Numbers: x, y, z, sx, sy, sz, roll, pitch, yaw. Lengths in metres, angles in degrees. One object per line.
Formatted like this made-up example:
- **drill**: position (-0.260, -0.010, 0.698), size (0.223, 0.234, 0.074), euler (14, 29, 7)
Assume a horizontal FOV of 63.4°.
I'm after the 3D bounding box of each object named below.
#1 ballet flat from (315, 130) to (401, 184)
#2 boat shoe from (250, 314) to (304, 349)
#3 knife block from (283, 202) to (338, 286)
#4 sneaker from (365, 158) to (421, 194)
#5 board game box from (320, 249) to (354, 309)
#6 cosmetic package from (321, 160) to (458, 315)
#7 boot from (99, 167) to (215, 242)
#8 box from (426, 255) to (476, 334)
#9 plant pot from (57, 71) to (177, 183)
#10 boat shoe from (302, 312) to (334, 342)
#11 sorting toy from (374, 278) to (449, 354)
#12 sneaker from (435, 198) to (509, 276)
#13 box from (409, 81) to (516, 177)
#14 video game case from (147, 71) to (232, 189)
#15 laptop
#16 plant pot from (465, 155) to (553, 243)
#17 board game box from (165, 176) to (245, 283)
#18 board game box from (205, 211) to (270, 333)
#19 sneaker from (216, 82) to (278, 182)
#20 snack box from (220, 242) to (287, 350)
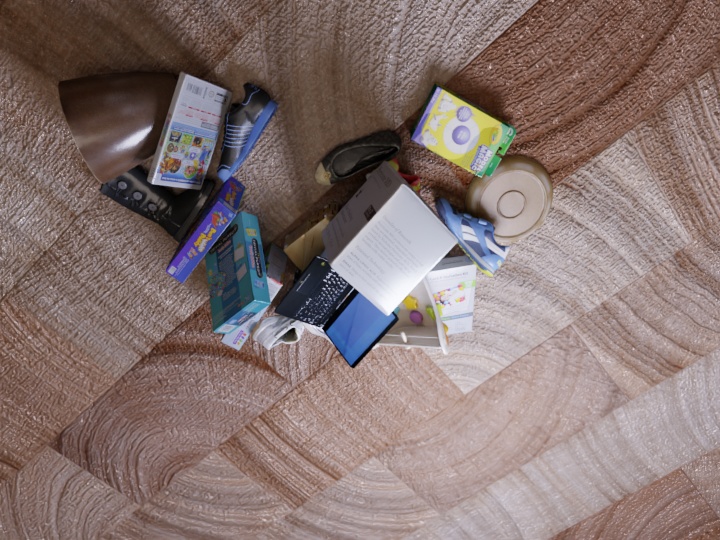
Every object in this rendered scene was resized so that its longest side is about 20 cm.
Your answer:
- **ballet flat**: position (-0.008, -0.231, 1.191), size (0.195, 0.057, 0.068), euler (-24, 117, 12)
- **boat shoe**: position (-0.162, 0.134, 1.321), size (0.069, 0.198, 0.072), euler (45, 123, 16)
- **knife block**: position (-0.083, -0.025, 1.303), size (0.197, 0.065, 0.176), euler (-34, 116, 16)
- **sneaker**: position (0.102, -0.151, 1.222), size (0.090, 0.079, 0.199), euler (-39, 121, 16)
- **board game box**: position (0.000, 0.000, 1.284), size (0.196, 0.044, 0.202), euler (28, 106, -37)
- **cosmetic package**: position (0.050, -0.065, 1.124), size (0.164, 0.166, 0.200), euler (39, 102, -23)
- **boot**: position (-0.422, -0.175, 1.213), size (0.198, 0.066, 0.166), euler (36, 111, -15)
- **box**: position (0.188, 0.065, 1.351), size (0.150, 0.042, 0.205), euler (-8, 127, -5)
- **plant pot**: position (-0.425, -0.290, 1.093), size (0.194, 0.188, 0.192), euler (-21, 120, -9)
- **boat shoe**: position (-0.054, 0.118, 1.359), size (0.091, 0.077, 0.199), euler (-24, 139, 26)
- **sorting toy**: position (0.101, 0.074, 1.266), size (0.195, 0.107, 0.185), euler (-1, 117, 36)
- **sneaker**: position (0.239, -0.085, 1.255), size (0.082, 0.074, 0.201), euler (-41, 88, 5)
- **box**: position (0.209, -0.275, 1.173), size (0.195, 0.049, 0.119), euler (24, 117, -12)
- **video game case**: position (-0.320, -0.256, 1.101), size (0.018, 0.142, 0.205), euler (26, 102, 18)
- **laptop**: position (-0.053, 0.092, 1.221), size (0.196, 0.105, 0.178), euler (21, 124, -33)
- **plant pot**: position (0.326, -0.147, 1.267), size (0.192, 0.028, 0.206), euler (-1, 119, -1)
- **board game box**: position (-0.322, -0.088, 1.219), size (0.044, 0.136, 0.200), euler (35, 114, -20)
- **board game box**: position (-0.262, 0.006, 1.222), size (0.149, 0.206, 0.046), euler (-32, 149, 35)
- **sneaker**: position (-0.244, -0.275, 1.160), size (0.077, 0.071, 0.201), euler (35, 111, -9)
- **snack box**: position (-0.234, 0.057, 1.298), size (0.052, 0.144, 0.202), euler (30, 114, -16)
